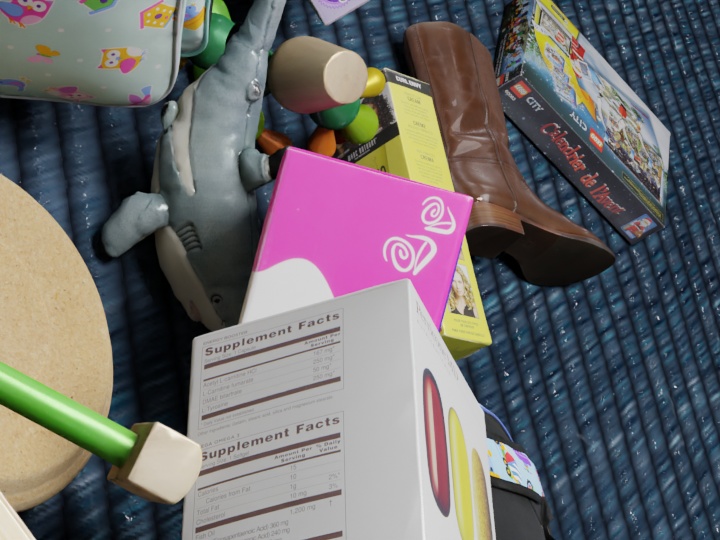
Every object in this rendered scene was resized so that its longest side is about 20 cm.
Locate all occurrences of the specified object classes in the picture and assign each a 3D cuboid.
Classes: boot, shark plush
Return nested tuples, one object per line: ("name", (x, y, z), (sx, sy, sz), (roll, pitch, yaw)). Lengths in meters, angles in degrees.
("boot", (0.115, -0.096, 1.237), (0.186, 0.064, 0.200), (20, 47, -46))
("shark plush", (-0.065, -0.066, 0.894), (0.091, 0.083, 0.200), (15, 99, -56))

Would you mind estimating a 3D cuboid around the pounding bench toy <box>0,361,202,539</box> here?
("pounding bench toy", (-0.180, 0.074, 0.621), (0.200, 0.124, 0.156), (-37, 97, -29))

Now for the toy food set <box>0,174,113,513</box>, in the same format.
("toy food set", (-0.201, 0.031, 0.754), (0.200, 0.049, 0.198), (-29, 90, -56))

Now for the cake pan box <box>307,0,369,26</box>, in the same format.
("cake pan box", (-0.060, -0.263, 1.045), (0.200, 0.052, 0.184), (58, 4, -21))

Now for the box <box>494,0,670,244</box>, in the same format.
("box", (0.196, -0.136, 1.379), (0.200, 0.038, 0.137), (43, 38, -24))

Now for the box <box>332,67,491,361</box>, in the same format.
("box", (0.027, -0.030, 1.063), (0.050, 0.075, 0.200), (12, 58, -44))

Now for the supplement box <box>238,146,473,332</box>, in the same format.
("supplement box", (0.000, 0.000, 0.875), (0.200, 0.103, 0.101), (14, 91, -86))

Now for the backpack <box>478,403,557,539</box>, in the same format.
("backpack", (0.028, 0.158, 0.876), (0.200, 0.134, 0.183), (14, 56, -58))

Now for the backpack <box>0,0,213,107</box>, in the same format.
("backpack", (-0.172, -0.178, 0.812), (0.199, 0.176, 0.154), (8, 62, -6))

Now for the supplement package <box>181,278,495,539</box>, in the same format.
("supplement package", (-0.006, 0.122, 0.681), (0.114, 0.109, 0.200), (59, 21, -45))

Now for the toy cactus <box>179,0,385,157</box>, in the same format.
("toy cactus", (-0.047, -0.127, 0.967), (0.200, 0.165, 0.102), (37, 77, -33))
